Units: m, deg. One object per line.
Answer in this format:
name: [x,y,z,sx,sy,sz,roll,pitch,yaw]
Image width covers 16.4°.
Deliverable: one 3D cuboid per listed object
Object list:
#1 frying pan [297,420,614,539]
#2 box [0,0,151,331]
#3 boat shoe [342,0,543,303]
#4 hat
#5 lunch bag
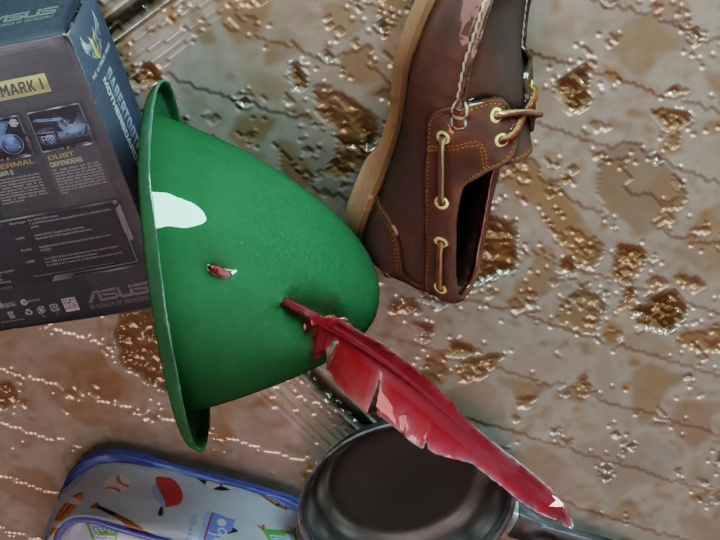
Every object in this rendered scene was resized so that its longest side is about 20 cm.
frying pan: [0.061,0.115,1.306,0.190,0.031,0.115,-4,128,-6]
box: [-0.201,-0.044,1.211,0.200,0.051,0.158,-10,124,15]
boat shoe: [0.050,-0.071,1.142,0.070,0.070,0.200,35,137,19]
hat: [0.000,0.000,1.158,0.176,0.166,0.200,-5,134,4]
lunch bag: [-0.104,0.198,1.362,0.160,0.076,0.200,13,125,-6]
